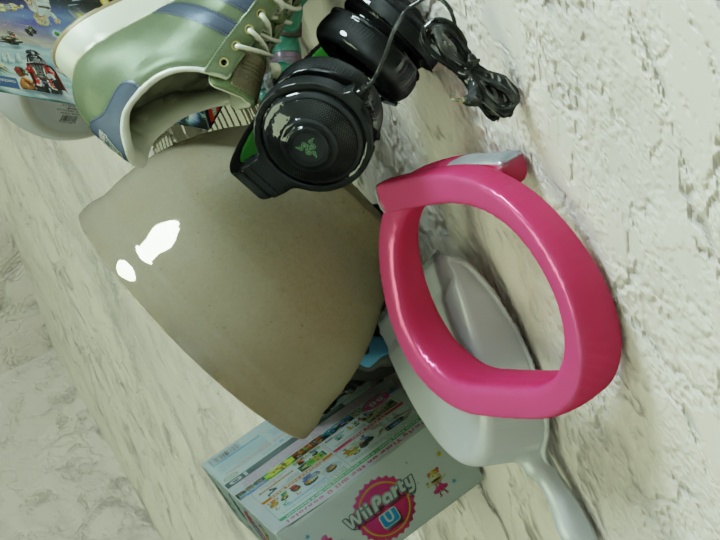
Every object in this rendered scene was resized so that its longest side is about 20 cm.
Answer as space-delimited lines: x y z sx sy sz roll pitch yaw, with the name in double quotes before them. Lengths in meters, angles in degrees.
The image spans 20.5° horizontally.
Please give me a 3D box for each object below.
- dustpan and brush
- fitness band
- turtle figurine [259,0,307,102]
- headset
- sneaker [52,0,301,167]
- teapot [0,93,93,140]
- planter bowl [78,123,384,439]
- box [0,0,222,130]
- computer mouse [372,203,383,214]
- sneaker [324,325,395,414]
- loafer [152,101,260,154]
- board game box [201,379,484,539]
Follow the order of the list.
"dustpan and brush" 0.087 0.094 1.203 0.202 0.057 0.140 69 157 14
"fitness band" 0.067 0.010 1.077 0.199 0.037 0.145 -3 108 62
"turtle figurine" -0.073 -0.175 1.218 0.199 0.101 0.150 -1 125 56
"headset" 0.004 -0.092 1.070 0.094 0.124 0.200 41 153 -14
"sneaker" -0.066 -0.128 1.072 0.090 0.199 0.067 63 -171 25
"teapot" -0.240 -0.212 1.582 0.146 0.197 0.201 42 156 32
"planter bowl" -0.059 -0.014 1.245 0.200 0.135 0.200 44 -176 -4
"box" -0.183 -0.158 1.175 0.198 0.040 0.138 11 141 18
"computer mouse" 0.000 0.000 1.383 0.059 0.034 0.200 62 167 8
"sneaker" -0.016 0.069 1.426 0.073 0.083 0.200 23 178 -10
"loafer" -0.095 -0.123 1.469 0.199 0.068 0.076 -10 103 60
"board game box" -0.017 0.146 1.445 0.065 0.147 0.200 59 169 -16
